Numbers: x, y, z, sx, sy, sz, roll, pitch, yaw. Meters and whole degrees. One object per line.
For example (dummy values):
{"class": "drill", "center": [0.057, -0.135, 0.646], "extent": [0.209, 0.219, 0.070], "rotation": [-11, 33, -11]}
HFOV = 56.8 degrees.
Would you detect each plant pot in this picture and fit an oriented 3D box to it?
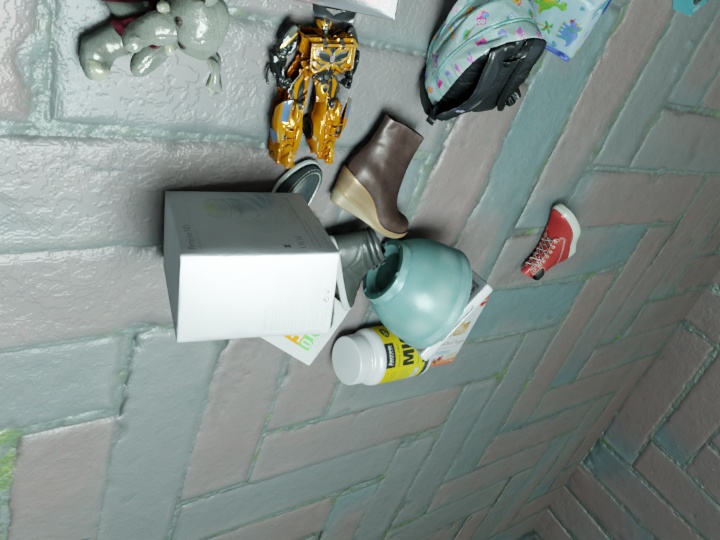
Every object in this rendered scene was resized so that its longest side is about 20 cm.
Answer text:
{"class": "plant pot", "center": [0.088, 0.024, 1.222], "extent": [0.133, 0.201, 0.202], "rotation": [27, 108, -28]}

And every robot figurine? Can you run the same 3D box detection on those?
{"class": "robot figurine", "center": [-0.062, -0.243, 0.909], "extent": [0.143, 0.058, 0.203], "rotation": [-14, 135, -35]}

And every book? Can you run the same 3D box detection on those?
{"class": "book", "center": [-0.114, 0.076, 1.191], "extent": [0.134, 0.048, 0.200], "rotation": [-50, 143, -1]}

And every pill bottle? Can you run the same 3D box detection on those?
{"class": "pill bottle", "center": [0.045, 0.172, 1.369], "extent": [0.197, 0.114, 0.116], "rotation": [-4, 129, -41]}

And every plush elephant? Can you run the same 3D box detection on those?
{"class": "plush elephant", "center": [-0.201, -0.263, 0.677], "extent": [0.197, 0.155, 0.167], "rotation": [-23, 139, -24]}

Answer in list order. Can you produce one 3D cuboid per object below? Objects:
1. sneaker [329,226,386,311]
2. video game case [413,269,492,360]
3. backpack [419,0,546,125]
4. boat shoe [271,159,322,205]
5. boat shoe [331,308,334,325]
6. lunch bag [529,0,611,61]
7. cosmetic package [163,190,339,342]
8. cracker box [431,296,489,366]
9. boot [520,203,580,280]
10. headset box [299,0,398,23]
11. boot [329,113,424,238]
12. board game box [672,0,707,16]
{"class": "sneaker", "center": [0.000, 0.000, 1.169], "extent": [0.097, 0.072, 0.202], "rotation": [-17, 145, -7]}
{"class": "video game case", "center": [0.150, 0.060, 1.298], "extent": [0.023, 0.200, 0.182], "rotation": [40, 96, -26]}
{"class": "backpack", "center": [0.176, -0.313, 0.968], "extent": [0.164, 0.129, 0.200], "rotation": [-21, 170, -18]}
{"class": "boat shoe", "center": [-0.117, -0.076, 1.019], "extent": [0.201, 0.060, 0.075], "rotation": [-53, 142, 12]}
{"class": "boat shoe", "center": [-0.073, 0.008, 1.105], "extent": [0.073, 0.060, 0.204], "rotation": [-22, 123, -47]}
{"class": "lunch bag", "center": [0.328, -0.448, 0.985], "extent": [0.171, 0.126, 0.202], "rotation": [105, 11, -66]}
{"class": "cosmetic package", "center": [-0.153, -0.014, 0.880], "extent": [0.196, 0.200, 0.125], "rotation": [-3, 118, -21]}
{"class": "cracker box", "center": [0.193, 0.125, 1.510], "extent": [0.132, 0.058, 0.202], "rotation": [-4, 128, -42]}
{"class": "boot", "center": [0.434, -0.056, 1.550], "extent": [0.143, 0.073, 0.201], "rotation": [-36, 146, -7]}
{"class": "headset box", "center": [-0.016, -0.385, 0.745], "extent": [0.146, 0.078, 0.203], "rotation": [9, 126, -6]}
{"class": "boot", "center": [0.057, -0.149, 1.100], "extent": [0.199, 0.073, 0.167], "rotation": [23, 111, -47]}
{"class": "board game box", "center": [0.653, -0.605, 1.234], "extent": [0.151, 0.047, 0.200], "rotation": [-41, 143, -3]}
